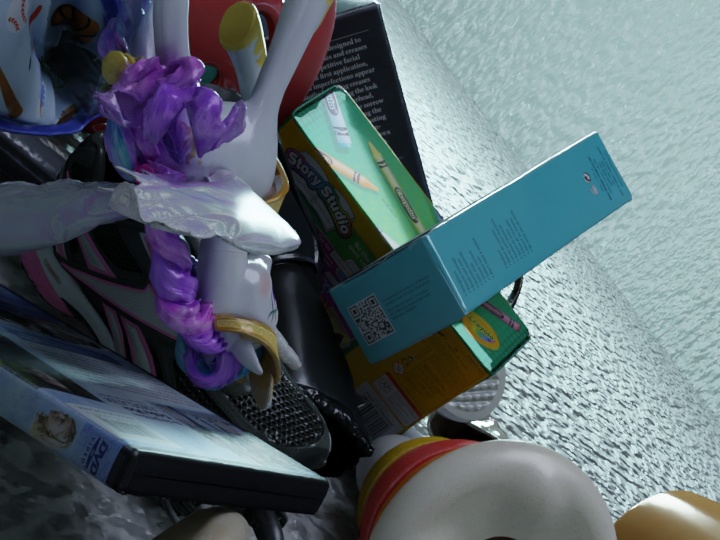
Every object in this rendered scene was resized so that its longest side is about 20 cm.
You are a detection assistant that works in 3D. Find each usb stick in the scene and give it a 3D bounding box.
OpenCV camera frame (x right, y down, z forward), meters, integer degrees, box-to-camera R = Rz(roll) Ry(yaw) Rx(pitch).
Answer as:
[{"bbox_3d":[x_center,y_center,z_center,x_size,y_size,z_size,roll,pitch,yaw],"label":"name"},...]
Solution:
[{"bbox_3d":[-0.153,-0.035,0.831,0.200,0.033,0.056,42,16,-31],"label":"usb stick"}]

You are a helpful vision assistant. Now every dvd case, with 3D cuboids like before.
[{"bbox_3d":[-0.120,0.038,0.580,0.199,0.018,0.142,27,0,28],"label":"dvd case"}]

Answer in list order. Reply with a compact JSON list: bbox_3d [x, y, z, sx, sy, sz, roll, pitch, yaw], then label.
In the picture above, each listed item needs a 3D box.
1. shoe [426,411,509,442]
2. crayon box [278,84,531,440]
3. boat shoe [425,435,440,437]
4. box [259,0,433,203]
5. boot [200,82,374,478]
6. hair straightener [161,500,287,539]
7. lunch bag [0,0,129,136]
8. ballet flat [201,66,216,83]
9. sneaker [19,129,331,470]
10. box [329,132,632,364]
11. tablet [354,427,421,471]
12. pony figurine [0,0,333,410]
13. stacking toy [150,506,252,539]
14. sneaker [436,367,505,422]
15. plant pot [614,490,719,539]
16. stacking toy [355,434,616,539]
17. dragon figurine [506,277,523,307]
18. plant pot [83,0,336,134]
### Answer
[{"bbox_3d":[0.092,0.156,1.042,0.053,0.070,0.200,44,6,-27],"label":"shoe"},{"bbox_3d":[0.000,0.000,0.953,0.201,0.119,0.058,53,43,1],"label":"crayon box"},{"bbox_3d":[0.088,0.182,0.928,0.072,0.067,0.201,29,27,-52],"label":"boat shoe"},{"bbox_3d":[-0.014,-0.103,1.146,0.149,0.106,0.202,-102,176,-73],"label":"box"},{"bbox_3d":[-0.055,0.014,0.819,0.199,0.073,0.164,58,16,-53],"label":"boot"},{"bbox_3d":[-0.095,0.076,0.734,0.076,0.041,0.201,3,48,-37],"label":"hair straightener"},{"bbox_3d":[-0.204,-0.134,0.634,0.169,0.125,0.200,24,-1,23],"label":"lunch bag"},{"bbox_3d":[-0.092,-0.067,1.095,0.076,0.067,0.201,67,2,-48],"label":"ballet flat"},{"bbox_3d":[-0.086,0.014,0.702,0.200,0.087,0.080,43,38,17],"label":"sneaker"},{"bbox_3d":[0.076,-0.017,0.879,0.199,0.082,0.049,-31,91,-47],"label":"box"},{"bbox_3d":[-0.006,0.097,1.001,0.200,0.014,0.130,44,14,-26],"label":"tablet"},{"bbox_3d":[-0.074,-0.049,0.605,0.192,0.165,0.203,13,81,-56],"label":"pony figurine"},{"bbox_3d":[-0.022,0.188,0.552,0.201,0.085,0.085,53,12,-7],"label":"stacking toy"},{"bbox_3d":[0.024,0.020,1.053,0.201,0.078,0.079,55,-22,0],"label":"sneaker"},{"bbox_3d":[0.243,0.250,1.055,0.200,0.201,0.140,38,-1,-41],"label":"plant pot"},{"bbox_3d":[0.044,0.145,0.856,0.146,0.146,0.200,44,-5,-20],"label":"stacking toy"},{"bbox_3d":[0.077,0.049,1.135,0.059,0.199,0.100,53,-25,10],"label":"dragon figurine"},{"bbox_3d":[-0.141,-0.177,0.926,0.182,0.200,0.201,15,35,-56],"label":"plant pot"}]
